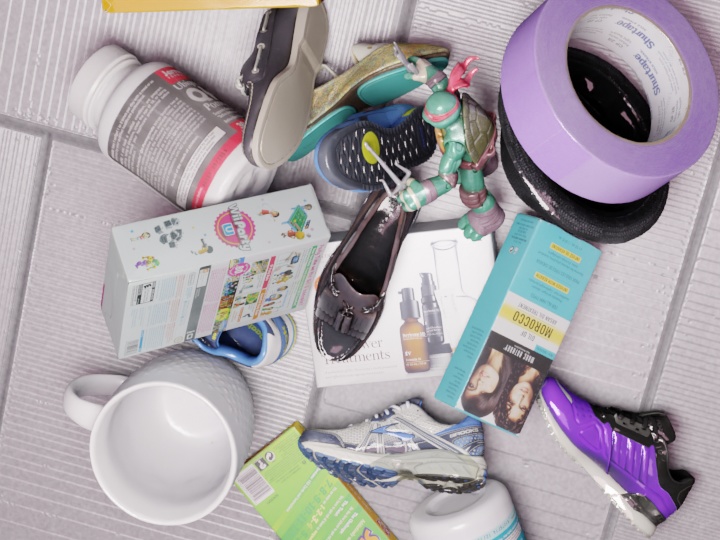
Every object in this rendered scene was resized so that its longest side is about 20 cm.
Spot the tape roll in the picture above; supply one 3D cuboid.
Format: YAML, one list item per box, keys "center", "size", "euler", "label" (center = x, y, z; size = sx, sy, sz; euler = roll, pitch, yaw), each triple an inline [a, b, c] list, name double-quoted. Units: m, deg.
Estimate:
- center: [0.229, -0.167, 1.488]
  size: [0.200, 0.200, 0.066]
  euler: [44, 148, -6]
  label: "tape roll"

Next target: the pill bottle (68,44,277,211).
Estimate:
- center: [-0.185, -0.133, 1.580]
  size: [0.199, 0.111, 0.111]
  euler: [35, 107, 15]
  label: "pill bottle"

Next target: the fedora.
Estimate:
- center: [0.197, -0.108, 1.543]
  size: [0.200, 0.201, 0.092]
  euler: [44, 148, -5]
  label: "fedora"

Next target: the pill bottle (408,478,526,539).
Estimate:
- center: [0.131, 0.326, 1.673]
  size: [0.110, 0.111, 0.202]
  euler: [-18, 101, 12]
  label: "pill bottle"

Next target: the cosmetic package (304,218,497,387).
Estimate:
- center: [0.044, 0.032, 1.639]
  size: [0.198, 0.052, 0.153]
  euler: [-6, 101, 9]
  label: "cosmetic package"

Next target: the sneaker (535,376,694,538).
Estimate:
- center: [0.262, 0.167, 1.641]
  size: [0.099, 0.070, 0.200]
  euler: [-41, 101, 9]
  label: "sneaker"

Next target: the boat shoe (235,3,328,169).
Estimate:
- center: [-0.084, -0.176, 1.543]
  size: [0.062, 0.202, 0.073]
  euler: [0, 144, 24]
  label: "boat shoe"

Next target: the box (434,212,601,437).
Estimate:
- center: [0.154, 0.053, 1.586]
  size: [0.082, 0.049, 0.202]
  euler: [25, 89, -25]
  label: "box"

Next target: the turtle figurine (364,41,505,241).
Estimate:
- center: [0.081, -0.118, 1.509]
  size: [0.100, 0.200, 0.151]
  euler: [2, 64, 27]
  label: "turtle figurine"

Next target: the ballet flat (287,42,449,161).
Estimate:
- center: [-0.009, -0.182, 1.584]
  size: [0.199, 0.071, 0.071]
  euler: [-31, 99, 13]
  label: "ballet flat"

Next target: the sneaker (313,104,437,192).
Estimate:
- center: [-0.002, -0.113, 1.530]
  size: [0.078, 0.200, 0.067]
  euler: [-2, 103, 30]
  label: "sneaker"

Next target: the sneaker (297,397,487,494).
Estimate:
- center: [0.035, 0.175, 1.668]
  size: [0.198, 0.077, 0.086]
  euler: [6, 65, 10]
  label: "sneaker"

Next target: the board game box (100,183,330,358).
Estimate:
- center: [-0.140, 0.001, 1.545]
  size: [0.198, 0.148, 0.065]
  euler: [-13, 64, -21]
  label: "board game box"

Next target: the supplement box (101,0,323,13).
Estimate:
- center: [-0.123, -0.316, 1.488]
  size: [0.195, 0.200, 0.134]
  euler: [-1, 105, 7]
  label: "supplement box"

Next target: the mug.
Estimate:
- center: [-0.203, 0.147, 1.636]
  size: [0.198, 0.175, 0.149]
  euler: [15, 106, 4]
  label: "mug"

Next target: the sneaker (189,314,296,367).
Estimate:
- center: [-0.159, 0.034, 1.649]
  size: [0.199, 0.082, 0.074]
  euler: [28, 108, 1]
  label: "sneaker"

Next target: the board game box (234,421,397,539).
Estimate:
- center: [-0.040, 0.265, 1.724]
  size: [0.095, 0.030, 0.201]
  euler: [-38, 94, 16]
  label: "board game box"

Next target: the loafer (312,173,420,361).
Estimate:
- center: [0.000, 0.000, 1.578]
  size: [0.071, 0.063, 0.202]
  euler: [24, 104, 3]
  label: "loafer"
